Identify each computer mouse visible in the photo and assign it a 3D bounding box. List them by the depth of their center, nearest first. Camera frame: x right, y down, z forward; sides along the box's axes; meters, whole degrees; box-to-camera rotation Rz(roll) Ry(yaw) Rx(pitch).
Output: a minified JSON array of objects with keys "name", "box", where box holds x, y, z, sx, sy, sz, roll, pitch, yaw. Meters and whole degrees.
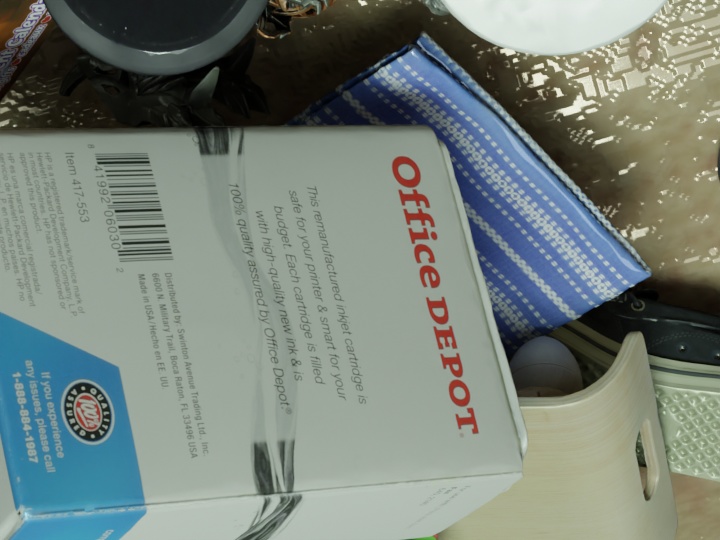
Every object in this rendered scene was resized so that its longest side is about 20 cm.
[{"name":"computer mouse","box":[-0.078,-0.158,0.920,0.138,0.200,0.053,-7,163,-5]}]

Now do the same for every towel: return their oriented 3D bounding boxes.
[{"name":"towel","box":[0.000,0.000,1.053,0.200,0.024,0.145,-32,113,34]}]

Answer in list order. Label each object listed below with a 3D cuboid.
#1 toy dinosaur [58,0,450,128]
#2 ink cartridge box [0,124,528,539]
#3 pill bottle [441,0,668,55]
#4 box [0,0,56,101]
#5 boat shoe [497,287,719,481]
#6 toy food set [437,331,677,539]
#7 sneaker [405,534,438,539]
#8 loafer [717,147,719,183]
[{"name":"toy dinosaur","box":[-0.059,-0.127,0.984,0.200,0.102,0.136,21,108,26]},{"name":"ink cartridge box","box":[-0.057,0.028,0.923,0.200,0.147,0.086,-2,156,-30]},{"name":"pill bottle","box":[0.059,-0.161,0.889,0.109,0.200,0.110,-1,122,-2]},{"name":"box","box":[-0.205,-0.060,0.956,0.137,0.039,0.200,-12,155,-43]},{"name":"boat shoe","box":[0.108,0.042,1.102,0.200,0.062,0.075,13,126,7]},{"name":"toy food set","box":[0.027,0.076,1.072,0.200,0.060,0.144,0,141,14]},{"name":"sneaker","box":[-0.056,0.114,0.998,0.200,0.077,0.084,24,131,-35]},{"name":"loafer","box":[0.219,0.019,1.090,0.072,0.063,0.200,-33,118,16]}]
